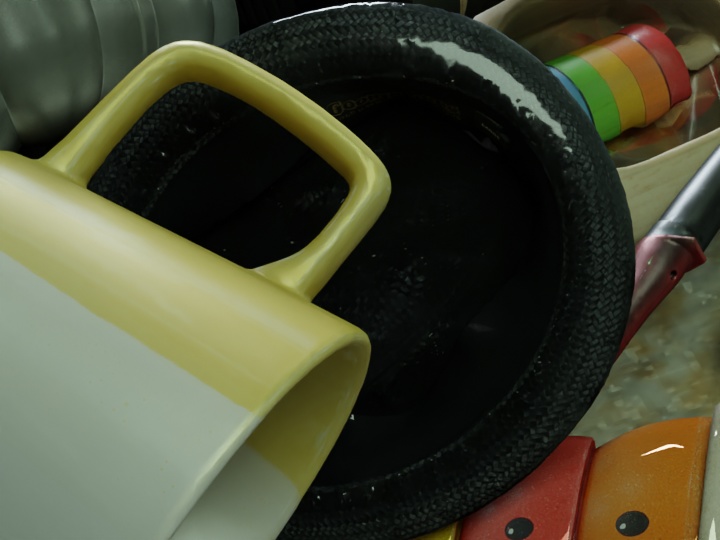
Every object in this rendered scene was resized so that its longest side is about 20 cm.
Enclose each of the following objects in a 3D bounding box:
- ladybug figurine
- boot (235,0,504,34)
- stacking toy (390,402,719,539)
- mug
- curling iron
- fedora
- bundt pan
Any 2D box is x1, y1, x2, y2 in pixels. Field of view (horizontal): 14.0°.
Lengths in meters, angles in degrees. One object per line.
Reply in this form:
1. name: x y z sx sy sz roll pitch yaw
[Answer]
1. ladybug figurine: 0.091 -0.061 1.181 0.200 0.072 0.136 -20 67 -26
2. boot: 0.029 -0.114 1.124 0.138 0.200 0.078 -30 102 -24
3. stacking toy: 0.043 0.113 1.048 0.200 0.146 0.146 4 56 9
4. mug: -0.091 0.030 0.951 0.153 0.150 0.187 35 48 12
5. curling iron: 0.115 -0.009 1.101 0.026 0.050 0.200 30 54 21
6. fedora: 0.000 0.000 1.033 0.200 0.092 0.201 1 97 10
7. bundt pan: -0.131 -0.064 1.057 0.202 0.202 0.076 -20 82 -25
